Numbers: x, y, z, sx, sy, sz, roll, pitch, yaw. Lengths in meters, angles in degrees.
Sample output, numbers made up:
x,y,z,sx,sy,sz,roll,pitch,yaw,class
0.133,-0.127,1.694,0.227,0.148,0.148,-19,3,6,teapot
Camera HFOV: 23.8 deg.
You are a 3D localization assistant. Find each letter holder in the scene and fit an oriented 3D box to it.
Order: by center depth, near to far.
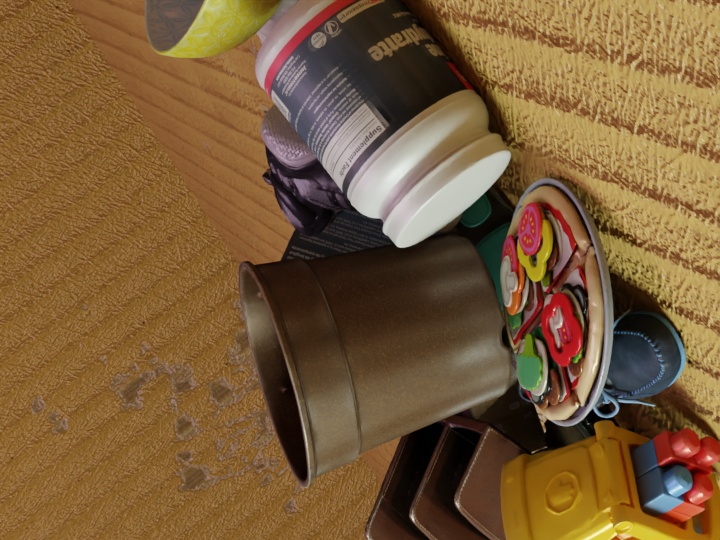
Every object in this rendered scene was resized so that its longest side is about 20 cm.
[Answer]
x,y,z,sx,sy,sz,roll,pitch,yaw,class
0.115,0.236,1.597,0.100,0.143,0.200,10,160,48,letter holder

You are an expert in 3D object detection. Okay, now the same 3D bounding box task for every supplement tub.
x,y,z,sx,sy,sz,roll,pitch,yaw,class
0.018,-0.135,1.429,0.201,0.140,0.140,52,170,12,supplement tub

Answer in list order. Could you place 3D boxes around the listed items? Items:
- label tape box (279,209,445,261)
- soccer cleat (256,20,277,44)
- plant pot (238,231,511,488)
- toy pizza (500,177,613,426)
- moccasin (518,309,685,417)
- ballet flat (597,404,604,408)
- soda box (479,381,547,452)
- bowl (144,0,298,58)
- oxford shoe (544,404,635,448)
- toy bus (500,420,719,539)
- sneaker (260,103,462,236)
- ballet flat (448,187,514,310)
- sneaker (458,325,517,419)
x,y,z,sx,sy,sz,roll,pitch,yaw,class
0.000,0.000,1.675,0.143,0.201,0.063,18,157,16,label tape box
-0.069,-0.243,1.727,0.078,0.069,0.200,49,177,2,soccer cleat
0.015,0.065,1.490,0.200,0.196,0.202,165,90,-78,plant pot
0.150,0.026,1.391,0.200,0.031,0.203,175,90,-72,toy pizza
0.199,0.090,1.431,0.081,0.068,0.200,64,155,6,moccasin
0.173,0.049,1.584,0.201,0.069,0.070,52,171,24,ballet flat
0.129,0.097,1.738,0.201,0.063,0.068,-107,-7,-47,soda box
-0.112,-0.281,1.572,0.107,0.202,0.200,15,-170,-27,bowl
0.200,0.146,1.640,0.084,0.073,0.201,-26,98,37,oxford shoe
0.250,0.209,1.492,0.199,0.192,0.137,25,-137,-35,toy bus
-0.002,-0.073,1.550,0.199,0.076,0.114,27,145,10,sneaker
0.115,-0.035,1.557,0.201,0.067,0.064,58,-178,10,ballet flat
0.100,0.088,1.654,0.075,0.099,0.200,58,171,-21,sneaker
